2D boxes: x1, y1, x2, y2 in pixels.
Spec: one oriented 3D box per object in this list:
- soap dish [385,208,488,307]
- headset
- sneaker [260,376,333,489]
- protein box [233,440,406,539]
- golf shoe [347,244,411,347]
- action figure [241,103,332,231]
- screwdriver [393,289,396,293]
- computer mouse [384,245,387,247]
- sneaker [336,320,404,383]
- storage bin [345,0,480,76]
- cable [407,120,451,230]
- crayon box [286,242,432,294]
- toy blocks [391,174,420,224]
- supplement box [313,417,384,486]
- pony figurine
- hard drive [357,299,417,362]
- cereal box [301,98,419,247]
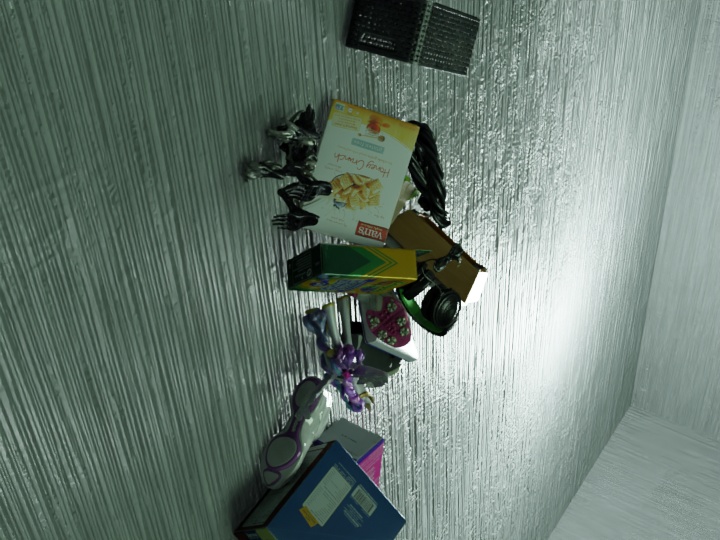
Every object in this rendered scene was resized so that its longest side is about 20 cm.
[{"bbox_3d":[0.136,-0.024,1.683,0.081,0.200,0.157,-49,168,10],"label":"soap dish"},{"bbox_3d":[0.121,0.029,1.562,0.094,0.123,0.201,-40,162,-21],"label":"headset"},{"bbox_3d":[-0.100,0.288,1.634,0.202,0.074,0.100,-62,150,-13],"label":"sneaker"},{"bbox_3d":[-0.068,0.440,1.627,0.199,0.134,0.200,49,55,-9],"label":"protein box"},{"bbox_3d":[0.029,0.039,1.623,0.201,0.075,0.092,57,19,-19],"label":"golf shoe"},{"bbox_3d":[-0.101,-0.155,1.304,0.101,0.202,0.120,12,130,-25],"label":"action figure"},{"bbox_3d":[0.070,0.049,1.760,0.200,0.028,0.029,40,68,-58],"label":"screwdriver"},{"bbox_3d":[0.055,-0.009,1.705,0.044,0.110,0.200,-48,160,4],"label":"computer mouse"},{"bbox_3d":[0.028,0.139,1.761,0.199,0.074,0.108,-19,124,-54],"label":"sneaker"},{"bbox_3d":[0.083,-0.368,1.463,0.199,0.134,0.095,-10,117,-58],"label":"storage bin"},{"bbox_3d":[0.113,-0.165,1.639,0.050,0.164,0.202,-14,134,-2],"label":"cable"},{"bbox_3d":[0.000,0.000,1.478,0.197,0.125,0.052,2,77,-28],"label":"crayon box"},{"bbox_3d":[0.009,-0.116,1.564,0.138,0.099,0.200,-56,151,1],"label":"toy blocks"},{"bbox_3d":[-0.029,0.401,1.803,0.103,0.100,0.203,-29,133,-50],"label":"supplement box"},{"bbox_3d":[-0.031,0.153,1.566,0.193,0.164,0.203,-21,93,-76],"label":"pony figurine"},{"bbox_3d":[0.049,0.087,1.744,0.200,0.025,0.134,31,45,-61],"label":"hard drive"},{"bbox_3d":[-0.005,-0.146,1.460,0.040,0.142,0.203,-133,-121,-77],"label":"cereal box"}]
